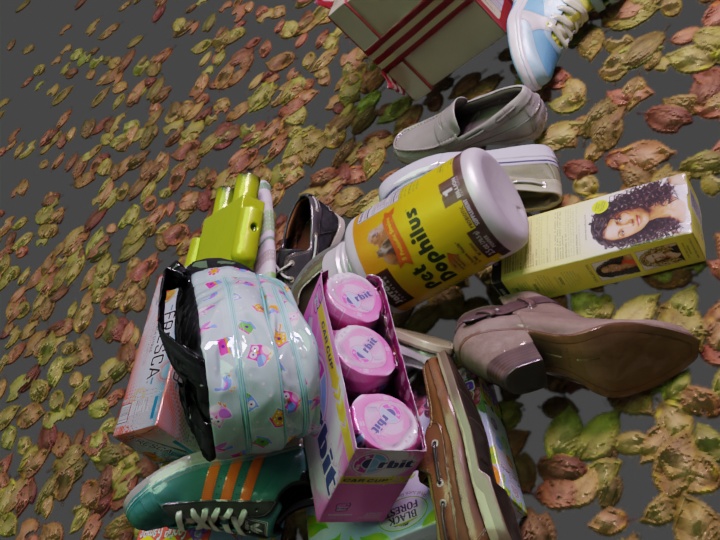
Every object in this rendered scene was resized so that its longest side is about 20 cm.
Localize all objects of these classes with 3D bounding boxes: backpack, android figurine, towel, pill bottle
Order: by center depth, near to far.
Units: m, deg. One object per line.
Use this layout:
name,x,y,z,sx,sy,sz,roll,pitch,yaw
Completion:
backpack,-0.106,0.079,0.818,0.125,0.169,0.200,-14,18,-11
pill bottle,0.060,-0.029,0.920,0.199,0.109,0.110,-30,43,26
android figurine,-0.170,-0.016,1.133,0.181,0.041,0.203,-18,56,56
towel,-0.150,0.001,1.148,0.150,0.030,0.202,-52,32,36

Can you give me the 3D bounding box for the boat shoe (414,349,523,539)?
boat shoe,0.074,0.158,0.775,0.067,0.072,0.201,-26,46,13

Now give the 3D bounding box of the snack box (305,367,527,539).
snack box,0.042,0.192,0.863,0.198,0.053,0.143,-27,46,18

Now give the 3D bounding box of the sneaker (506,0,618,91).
sneaker,0.246,-0.305,1.079,0.129,0.080,0.202,-12,52,34

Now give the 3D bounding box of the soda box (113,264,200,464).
soda box,-0.190,0.095,0.964,0.063,0.068,0.202,-17,47,30

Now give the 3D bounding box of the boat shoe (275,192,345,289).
boat shoe,-0.084,0.002,1.112,0.071,0.068,0.202,2,61,37

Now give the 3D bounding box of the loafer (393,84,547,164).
loafer,0.120,-0.174,1.082,0.198,0.070,0.071,-13,50,31

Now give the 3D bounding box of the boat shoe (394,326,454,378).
boat shoe,0.028,0.091,0.939,0.199,0.074,0.069,5,80,62

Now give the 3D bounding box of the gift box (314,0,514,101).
gift box,0.067,-0.339,1.140,0.186,0.184,0.201,-28,29,42

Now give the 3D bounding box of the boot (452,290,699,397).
boot,0.184,0.057,0.842,0.197,0.071,0.146,-6,19,-5

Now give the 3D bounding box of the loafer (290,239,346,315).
loafer,0.000,0.000,1.027,0.199,0.075,0.070,-40,20,5

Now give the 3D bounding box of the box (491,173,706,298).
box,0.226,-0.027,0.893,0.198,0.050,0.076,-17,47,29

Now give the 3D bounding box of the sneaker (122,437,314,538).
sneaker,-0.112,0.207,0.835,0.197,0.072,0.081,-15,56,-13

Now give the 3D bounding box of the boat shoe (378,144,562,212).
boat shoe,0.118,-0.086,0.978,0.197,0.072,0.063,-12,54,3

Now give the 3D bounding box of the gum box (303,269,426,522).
gum box,-0.009,0.107,0.829,0.114,0.065,0.202,114,153,-42

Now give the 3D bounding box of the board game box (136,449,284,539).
board game box,-0.138,0.215,0.954,0.102,0.105,0.202,-11,51,33
